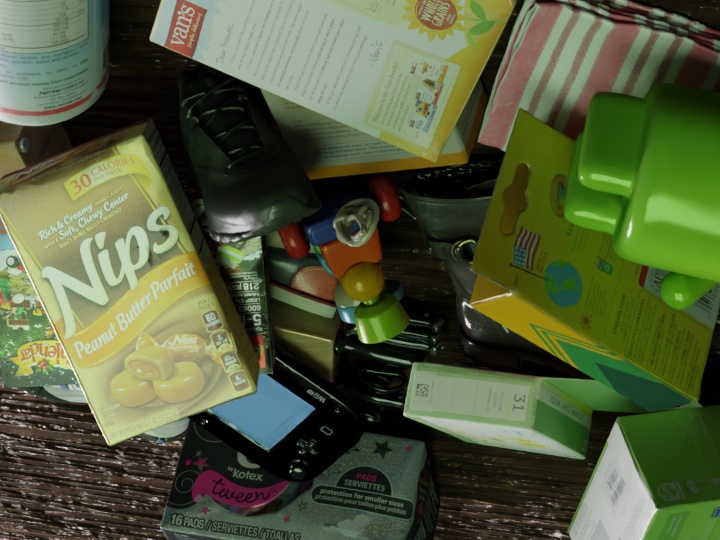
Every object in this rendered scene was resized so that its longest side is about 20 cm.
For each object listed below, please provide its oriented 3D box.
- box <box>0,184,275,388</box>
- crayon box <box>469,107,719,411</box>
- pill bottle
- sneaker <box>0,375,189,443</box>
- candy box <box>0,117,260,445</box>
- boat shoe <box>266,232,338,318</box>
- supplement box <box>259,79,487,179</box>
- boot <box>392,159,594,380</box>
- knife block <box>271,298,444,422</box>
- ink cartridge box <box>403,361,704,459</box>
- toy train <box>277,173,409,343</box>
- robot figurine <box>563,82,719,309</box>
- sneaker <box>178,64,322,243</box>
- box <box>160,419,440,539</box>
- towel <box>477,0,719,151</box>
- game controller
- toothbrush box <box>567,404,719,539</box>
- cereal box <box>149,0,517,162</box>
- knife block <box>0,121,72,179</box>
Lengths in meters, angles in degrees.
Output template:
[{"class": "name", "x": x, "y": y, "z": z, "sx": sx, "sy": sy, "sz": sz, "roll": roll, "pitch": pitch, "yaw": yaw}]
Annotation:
[{"class": "box", "x": -0.165, "y": 0.011, "z": 1.358, "sx": 0.200, "sy": 0.038, "sz": 0.137, "roll": -4, "pitch": 109, "yaw": 2}, {"class": "crayon box", "x": 0.153, "y": -0.006, "z": 1.261, "sx": 0.200, "sy": 0.127, "sz": 0.051, "roll": 31, "pitch": 154, "yaw": -25}, {"class": "pill bottle", "x": -0.219, "y": -0.200, "z": 1.236, "sx": 0.109, "sy": 0.109, "sz": 0.200, "roll": 14, "pitch": 136, "yaw": 5}, {"class": "sneaker", "x": -0.220, "y": 0.069, "z": 1.542, "sx": 0.200, "sy": 0.076, "sz": 0.077, "roll": 21, "pitch": 131, "yaw": -16}, {"class": "candy box", "x": -0.160, "y": 0.009, "z": 1.307, "sx": 0.115, "sy": 0.055, "sz": 0.200, "roll": -21, "pitch": 108, "yaw": 6}, {"class": "boat shoe", "x": -0.100, "y": -0.028, "z": 1.404, "sx": 0.200, "sy": 0.071, "sz": 0.063, "roll": 22, "pitch": 95, "yaw": 1}, {"class": "supplement box", "x": -0.008, "y": -0.160, "z": 1.226, "sx": 0.126, "sy": 0.074, "sz": 0.200, "roll": -4, "pitch": 132, "yaw": 23}, {"class": "boot", "x": 0.131, "y": -0.005, "z": 1.338, "sx": 0.200, "sy": 0.069, "sz": 0.174, "roll": -2, "pitch": 132, "yaw": 21}, {"class": "knife block", "x": -0.043, "y": 0.039, "z": 1.448, "sx": 0.175, "sy": 0.064, "sz": 0.200, "roll": -25, "pitch": 121, "yaw": 36}, {"class": "ink cartridge box", "x": 0.151, "y": 0.108, "z": 1.399, "sx": 0.200, "sy": 0.048, "sz": 0.146, "roll": 7, "pitch": 170, "yaw": 24}, {"class": "toy train", "x": 0.000, "y": 0.000, "z": 1.285, "sx": 0.085, "sy": 0.200, "sz": 0.116, "roll": -23, "pitch": 109, "yaw": -3}, {"class": "robot figurine", "x": 0.233, "y": -0.050, "z": 1.187, "sx": 0.200, "sy": 0.116, "sz": 0.176, "roll": 13, "pitch": 146, "yaw": 0}, {"class": "sneaker", "x": -0.087, "y": -0.082, "z": 1.266, "sx": 0.076, "sy": 0.200, "sz": 0.091, "roll": -24, "pitch": 117, "yaw": -13}, {"class": "box", "x": -0.045, "y": 0.198, "z": 1.554, "sx": 0.200, "sy": 0.115, "sz": 0.132, "roll": 6, "pitch": 152, "yaw": 12}, {"class": "towel", "x": 0.188, "y": -0.106, "z": 1.245, "sx": 0.200, "sy": 0.030, "sz": 0.146, "roll": 18, "pitch": 138, "yaw": 1}, {"class": "game controller", "x": -0.093, "y": 0.087, "z": 1.437, "sx": 0.200, "sy": 0.042, "sz": 0.104, "roll": 35, "pitch": 135, "yaw": -17}, {"class": "toothbrush box", "x": 0.273, "y": 0.172, "z": 1.393, "sx": 0.200, "sy": 0.086, "sz": 0.146, "roll": -5, "pitch": 140, "yaw": -16}, {"class": "cereal box", "x": -0.017, "y": -0.161, "z": 1.146, "sx": 0.200, "sy": 0.040, "sz": 0.144, "roll": 24, "pitch": 136, "yaw": -3}, {"class": "knife block", "x": -0.303, "y": -0.074, "z": 1.415, "sx": 0.175, "sy": 0.064, "sz": 0.200, "roll": -3, "pitch": 133, "yaw": 23}]
